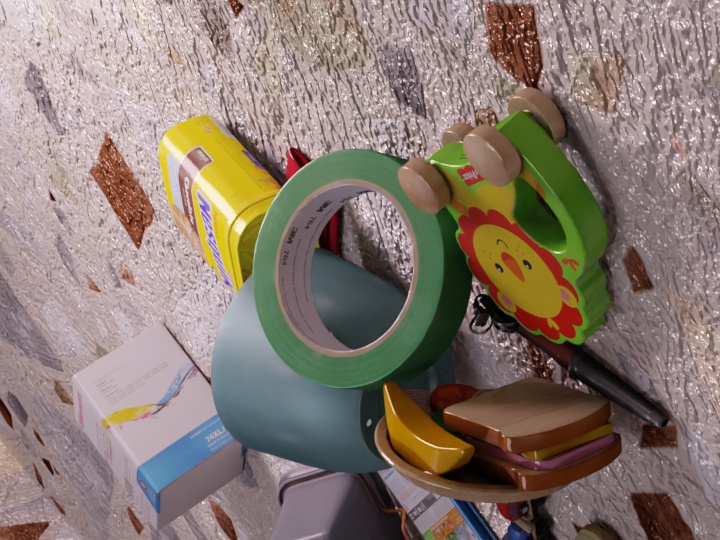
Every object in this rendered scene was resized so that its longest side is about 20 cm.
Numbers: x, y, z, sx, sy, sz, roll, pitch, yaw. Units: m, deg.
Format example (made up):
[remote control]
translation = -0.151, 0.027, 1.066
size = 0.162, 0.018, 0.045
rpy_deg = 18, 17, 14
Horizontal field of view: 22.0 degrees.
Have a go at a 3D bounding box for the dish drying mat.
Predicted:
[dish drying mat]
translation = -0.049, -0.034, 1.830
size = 0.077, 0.018, 0.200
rpy_deg = 48, 157, 26

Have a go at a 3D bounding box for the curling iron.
[curling iron]
translation = 0.164, 0.075, 1.484
size = 0.200, 0.049, 0.026
rpy_deg = 34, 125, 30

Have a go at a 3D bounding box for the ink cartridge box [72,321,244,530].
[ink cartridge box]
translation = -0.268, 0.205, 2.454
size = 0.200, 0.146, 0.147
rpy_deg = 50, 158, 18

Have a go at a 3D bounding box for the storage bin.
[storage bin]
translation = -0.014, 0.325, 2.036
size = 0.145, 0.134, 0.201
rpy_deg = -18, 110, 21

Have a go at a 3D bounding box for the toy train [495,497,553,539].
[toy train]
translation = 0.145, 0.205, 1.698
size = 0.034, 0.046, 0.201
rpy_deg = 36, 150, 42

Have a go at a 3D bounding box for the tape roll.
[tape roll]
translation = 0.000, 0.000, 1.561
size = 0.199, 0.048, 0.202
rpy_deg = -4, 83, 35

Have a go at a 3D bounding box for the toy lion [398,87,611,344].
[toy lion]
translation = 0.127, -0.028, 1.411
size = 0.192, 0.069, 0.200
rpy_deg = 53, 159, -6

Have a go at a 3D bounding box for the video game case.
[video game case]
translation = 0.092, 0.263, 1.931
size = 0.200, 0.018, 0.143
rpy_deg = 55, 158, 9

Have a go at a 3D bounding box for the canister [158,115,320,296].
[canister]
translation = -0.122, -0.050, 1.845
size = 0.200, 0.086, 0.149
rpy_deg = 47, 154, 46

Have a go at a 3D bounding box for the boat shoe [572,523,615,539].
[boat shoe]
translation = 0.224, 0.322, 1.662
size = 0.073, 0.063, 0.201
rpy_deg = 11, 130, 61

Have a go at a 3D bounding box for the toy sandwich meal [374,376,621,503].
[toy sandwich meal]
translation = 0.107, 0.123, 1.508
size = 0.205, 0.204, 0.071
rpy_deg = 30, 125, 50

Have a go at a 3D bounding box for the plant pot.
[plant pot]
translation = -0.010, 0.093, 1.697
size = 0.160, 0.200, 0.201
rpy_deg = 18, 137, 43
